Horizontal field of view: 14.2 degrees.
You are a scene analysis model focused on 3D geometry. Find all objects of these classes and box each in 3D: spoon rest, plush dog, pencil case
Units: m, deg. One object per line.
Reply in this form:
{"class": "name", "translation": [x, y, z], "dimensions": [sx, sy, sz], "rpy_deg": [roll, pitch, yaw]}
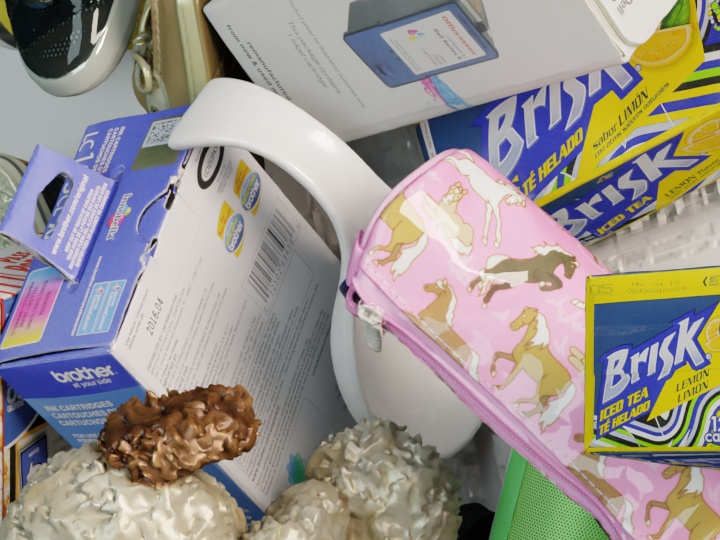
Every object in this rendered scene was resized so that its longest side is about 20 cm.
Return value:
{"class": "spoon rest", "translation": [0.000, 0.000, 1.247], "dimensions": [0.060, 0.200, 0.100], "rpy_deg": [-6, 42, 47]}
{"class": "plush dog", "translation": [-0.071, 0.138, 1.167], "dimensions": [0.200, 0.171, 0.161], "rpy_deg": [-47, 20, 22]}
{"class": "pencil case", "translation": [0.083, 0.043, 1.140], "dimensions": [0.200, 0.083, 0.087], "rpy_deg": [42, 96, 11]}

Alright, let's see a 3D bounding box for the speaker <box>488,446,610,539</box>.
{"class": "speaker", "translation": [0.094, 0.129, 1.222], "dimensions": [0.088, 0.088, 0.201], "rpy_deg": [17, 95, 36]}

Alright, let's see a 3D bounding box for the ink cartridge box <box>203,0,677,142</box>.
{"class": "ink cartridge box", "translation": [0.053, -0.142, 1.217], "dimensions": [0.199, 0.088, 0.146], "rpy_deg": [-10, 34, 46]}

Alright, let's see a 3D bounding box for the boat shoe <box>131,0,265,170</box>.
{"class": "boat shoe", "translation": [-0.082, -0.075, 1.317], "dimensions": [0.063, 0.201, 0.074], "rpy_deg": [8, 57, 9]}

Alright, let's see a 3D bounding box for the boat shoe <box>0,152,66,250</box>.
{"class": "boat shoe", "translation": [-0.143, 0.036, 1.425], "dimensions": [0.074, 0.062, 0.201], "rpy_deg": [-21, 87, 28]}

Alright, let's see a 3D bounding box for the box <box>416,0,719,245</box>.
{"class": "box", "translation": [0.124, -0.071, 1.222], "dimensions": [0.199, 0.070, 0.065], "rpy_deg": [-29, 65, 30]}

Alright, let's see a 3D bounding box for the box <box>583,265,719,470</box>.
{"class": "box", "translation": [0.161, 0.041, 1.041], "dimensions": [0.070, 0.199, 0.065], "rpy_deg": [-4, 82, 37]}

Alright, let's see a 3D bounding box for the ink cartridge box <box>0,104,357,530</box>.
{"class": "ink cartridge box", "translation": [-0.076, 0.024, 1.265], "dimensions": [0.076, 0.200, 0.137], "rpy_deg": [-8, 47, 34]}

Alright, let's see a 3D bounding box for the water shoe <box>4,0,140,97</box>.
{"class": "water shoe", "translation": [-0.146, -0.178, 1.297], "dimensions": [0.071, 0.079, 0.202], "rpy_deg": [-10, 76, 35]}

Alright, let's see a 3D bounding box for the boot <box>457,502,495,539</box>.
{"class": "boot", "translation": [-0.033, 0.168, 1.316], "dimensions": [0.168, 0.076, 0.201], "rpy_deg": [28, 108, 31]}

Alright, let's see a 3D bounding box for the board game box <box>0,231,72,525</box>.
{"class": "board game box", "translation": [-0.145, 0.090, 1.317], "dimensions": [0.046, 0.151, 0.202], "rpy_deg": [7, 105, 21]}

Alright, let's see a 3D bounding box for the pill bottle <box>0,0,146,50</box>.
{"class": "pill bottle", "translation": [-0.094, -0.162, 1.376], "dimensions": [0.199, 0.114, 0.115], "rpy_deg": [3, 86, 36]}
